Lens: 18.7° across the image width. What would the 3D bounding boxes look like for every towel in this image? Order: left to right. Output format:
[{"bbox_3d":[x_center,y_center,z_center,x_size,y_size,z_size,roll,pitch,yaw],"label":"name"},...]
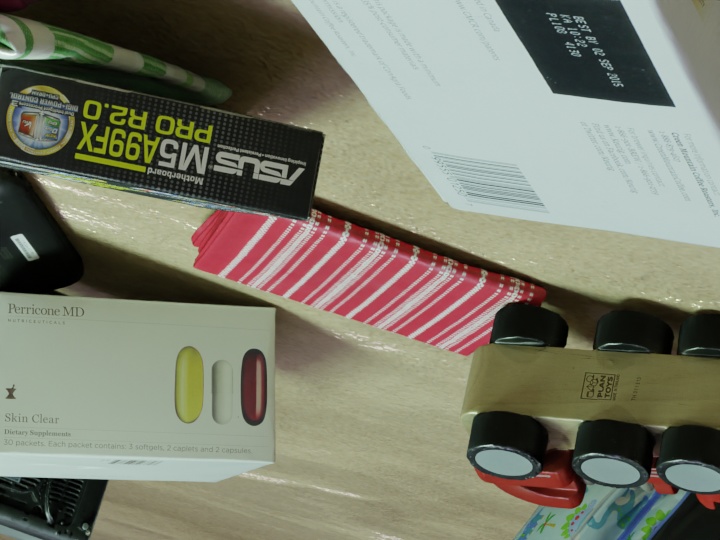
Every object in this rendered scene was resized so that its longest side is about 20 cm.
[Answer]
[{"bbox_3d":[-0.173,-0.106,1.062,0.151,0.024,0.200,10,180,23],"label":"towel"},{"bbox_3d":[0.000,0.000,1.337,0.199,0.023,0.145,18,162,-11],"label":"towel"}]

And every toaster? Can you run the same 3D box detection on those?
[{"bbox_3d":[-0.281,0.106,1.676,0.199,0.182,0.119,22,164,-20],"label":"toaster"}]

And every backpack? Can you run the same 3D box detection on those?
[{"bbox_3d":[0.188,0.225,1.615,0.147,0.183,0.200,41,165,-1],"label":"backpack"}]

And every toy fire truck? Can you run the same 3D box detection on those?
[{"bbox_3d":[0.170,0.099,1.334,0.175,0.130,0.200,2,150,20],"label":"toy fire truck"}]

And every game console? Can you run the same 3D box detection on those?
[{"bbox_3d":[-0.298,-0.051,1.474,0.174,0.117,0.200,-15,161,2],"label":"game console"}]

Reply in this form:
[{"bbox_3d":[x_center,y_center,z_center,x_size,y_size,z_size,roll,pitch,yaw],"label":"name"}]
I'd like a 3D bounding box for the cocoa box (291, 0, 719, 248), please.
[{"bbox_3d":[0.073,-0.110,0.713,0.132,0.132,0.200,9,162,25],"label":"cocoa box"}]

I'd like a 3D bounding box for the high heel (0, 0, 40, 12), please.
[{"bbox_3d":[-0.175,-0.159,0.922,0.095,0.068,0.200,2,173,13],"label":"high heel"}]

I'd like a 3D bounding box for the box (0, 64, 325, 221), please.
[{"bbox_3d":[-0.123,-0.063,1.091,0.159,0.045,0.200,10,180,-19],"label":"box"}]

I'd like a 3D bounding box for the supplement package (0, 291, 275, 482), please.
[{"bbox_3d":[-0.175,0.086,1.539,0.198,0.112,0.156,3,169,-20],"label":"supplement package"}]
